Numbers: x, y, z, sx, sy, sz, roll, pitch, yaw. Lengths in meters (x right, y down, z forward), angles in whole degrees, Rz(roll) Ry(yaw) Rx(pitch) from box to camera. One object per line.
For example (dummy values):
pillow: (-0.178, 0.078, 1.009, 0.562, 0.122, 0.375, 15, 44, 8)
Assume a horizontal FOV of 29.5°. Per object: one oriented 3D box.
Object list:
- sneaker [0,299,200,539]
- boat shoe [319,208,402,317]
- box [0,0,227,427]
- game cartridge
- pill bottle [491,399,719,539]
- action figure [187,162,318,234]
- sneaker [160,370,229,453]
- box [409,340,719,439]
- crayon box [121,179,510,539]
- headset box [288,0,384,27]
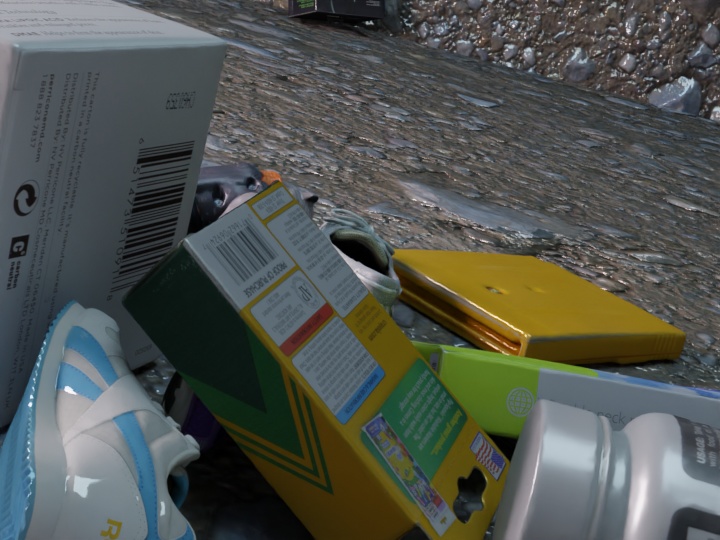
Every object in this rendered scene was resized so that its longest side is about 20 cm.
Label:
sneaker: (-0.119, 0.082, 0.621, 0.080, 0.077, 0.200, 19, 21, -18)
boat shoe: (-0.001, 0.000, 0.973, 0.074, 0.065, 0.202, 28, 16, -8)
box: (-0.188, -0.044, 0.728, 0.129, 0.201, 0.200, 20, 17, 19)
game cartridge: (0.136, 0.029, 1.095, 0.198, 0.033, 0.176, 4, 20, -42)
pill bottle: (0.164, 0.131, 0.623, 0.197, 0.115, 0.114, 16, 16, 2)
action figure: (-0.109, -0.029, 0.937, 0.192, 0.106, 0.200, -7, 25, -33)
sneaker: (-0.042, 0.058, 0.758, 0.083, 0.081, 0.200, 34, 24, 16)
box: (0.121, 0.079, 0.818, 0.197, 0.048, 0.122, 11, -3, -13)
crayon box: (-0.015, 0.060, 0.679, 0.201, 0.051, 0.126, 50, 24, -1)
headset box: (-0.046, -0.565, 2.590, 0.173, 0.203, 0.092, -4, 4, -40)
